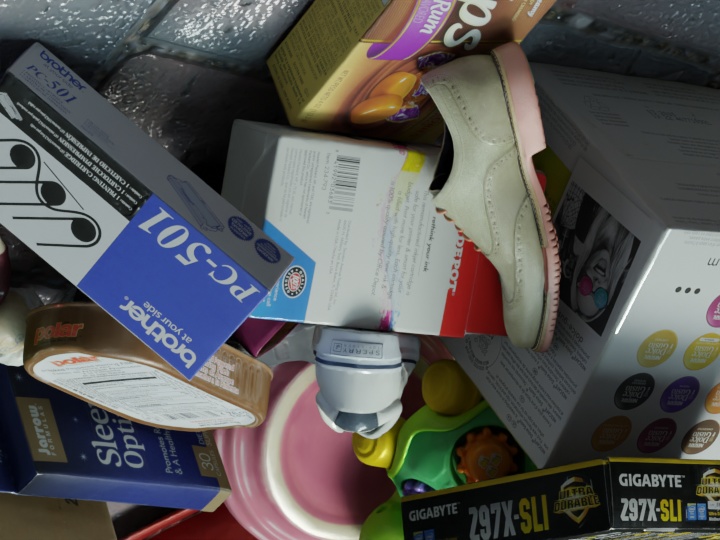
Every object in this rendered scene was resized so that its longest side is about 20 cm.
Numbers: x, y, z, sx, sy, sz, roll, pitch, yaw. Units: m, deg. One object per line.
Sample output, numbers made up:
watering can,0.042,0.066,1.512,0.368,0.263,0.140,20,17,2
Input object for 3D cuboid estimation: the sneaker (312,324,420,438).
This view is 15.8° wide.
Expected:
sneaker,-0.003,0.072,1.690,0.073,0.071,0.200,8,180,7

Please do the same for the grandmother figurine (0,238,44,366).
grandmother figurine,-0.270,0.013,1.645,0.121,0.061,0.200,-26,147,25

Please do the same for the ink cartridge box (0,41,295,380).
ink cartridge box,-0.146,-0.034,1.537,0.094,0.200,0.044,-46,-174,36

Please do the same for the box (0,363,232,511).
box,-0.187,0.101,1.767,0.200,0.121,0.032,8,139,-40

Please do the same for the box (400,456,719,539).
box,0.147,0.155,1.655,0.159,0.049,0.200,2,168,-38

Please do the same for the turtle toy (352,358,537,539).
turtle toy,0.071,0.145,1.807,0.146,0.101,0.200,11,140,-42

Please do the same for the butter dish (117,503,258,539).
butter dish,-0.075,0.260,2.058,0.200,0.148,0.199,-27,148,9

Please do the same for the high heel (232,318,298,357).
high heel,0.000,0.000,1.751,0.200,0.096,0.067,-17,148,-8

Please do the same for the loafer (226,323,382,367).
loafer,-0.078,0.034,1.797,0.199,0.063,0.072,-8,146,-6

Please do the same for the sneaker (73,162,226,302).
sneaker,-0.108,-0.028,1.687,0.200,0.076,0.088,-25,127,9

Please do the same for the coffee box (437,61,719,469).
coffee box,0.186,0.003,1.727,0.199,0.200,0.198,5,122,-35

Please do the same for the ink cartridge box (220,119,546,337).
ink cartridge box,0.011,-0.024,1.636,0.200,0.067,0.117,7,97,-31

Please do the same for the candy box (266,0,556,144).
candy box,0.046,-0.163,1.568,0.116,0.057,0.200,6,141,-38

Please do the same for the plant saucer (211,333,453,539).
plant saucer,-0.010,0.117,1.865,0.200,0.051,0.201,-7,108,-23

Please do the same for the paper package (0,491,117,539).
paper package,-0.266,0.168,1.745,0.190,0.200,0.103,14,134,-43

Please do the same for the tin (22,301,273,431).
tin,-0.137,0.066,1.693,0.112,0.042,0.200,-10,157,31

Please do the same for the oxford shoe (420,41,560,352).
oxford shoe,0.079,-0.040,1.604,0.074,0.071,0.201,-12,108,-5
